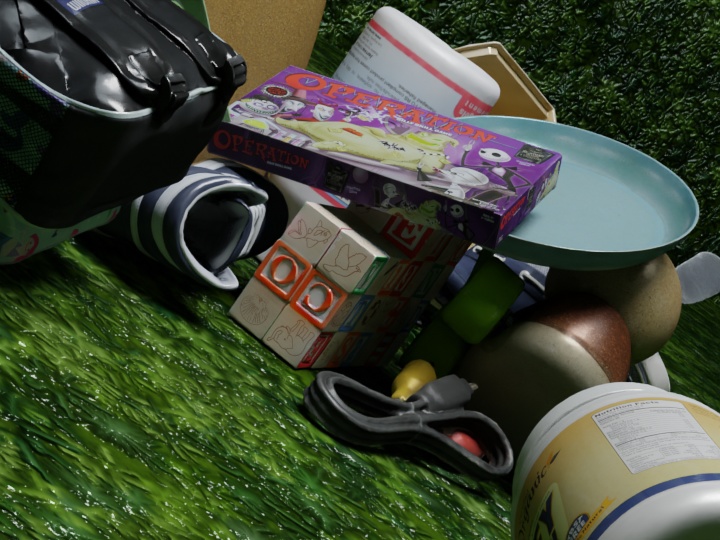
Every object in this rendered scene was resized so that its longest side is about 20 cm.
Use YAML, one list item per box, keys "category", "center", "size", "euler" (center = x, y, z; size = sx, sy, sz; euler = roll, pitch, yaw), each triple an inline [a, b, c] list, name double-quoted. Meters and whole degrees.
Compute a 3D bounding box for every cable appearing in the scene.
- category: "cable"
  center: [0.028, 0.099, 1.307]
  size: [0.097, 0.050, 0.199]
  euler: [56, 26, 14]

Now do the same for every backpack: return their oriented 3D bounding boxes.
- category: "backpack"
  center: [-0.182, -0.111, 1.117]
  size: [0.200, 0.151, 0.177]
  euler: [43, 26, 7]

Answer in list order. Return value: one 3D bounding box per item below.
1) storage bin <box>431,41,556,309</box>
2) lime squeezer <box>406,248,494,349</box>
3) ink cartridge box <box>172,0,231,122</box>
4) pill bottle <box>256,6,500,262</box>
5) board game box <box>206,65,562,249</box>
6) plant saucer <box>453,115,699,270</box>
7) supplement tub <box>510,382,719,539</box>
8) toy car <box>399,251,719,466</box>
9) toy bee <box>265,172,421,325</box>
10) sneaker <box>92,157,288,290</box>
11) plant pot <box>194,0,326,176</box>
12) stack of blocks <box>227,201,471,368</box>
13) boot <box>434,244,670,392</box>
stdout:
- category: "storage bin"
  center: [0.108, -0.062, 1.802]
  size: [0.198, 0.093, 0.202]
  euler: [36, 45, -66]
- category: "lime squeezer"
  center: [0.064, 0.035, 1.534]
  size: [0.037, 0.071, 0.200]
  euler: [28, -30, -5]
- category: "ink cartridge box"
  center: [-0.154, -0.157, 1.381]
  size: [0.199, 0.105, 0.059]
  euler: [6, 28, 35]
- category: "pill bottle"
  center: [0.004, -0.080, 1.562]
  size: [0.108, 0.201, 0.109]
  euler: [34, 9, -6]
- category: "board game box"
  center: [0.017, -0.075, 1.371]
  size: [0.198, 0.033, 0.120]
  euler: [19, 24, 17]
- category: "plant saucer"
  center: [0.122, -0.048, 1.416]
  size: [0.198, 0.028, 0.201]
  euler: [9, 26, -4]
- category: "supplement tub"
  center: [0.157, 0.147, 1.122]
  size: [0.144, 0.145, 0.200]
  euler: [33, 9, -15]
- category: "toy car"
  center: [0.157, 0.031, 1.449]
  size: [0.164, 0.200, 0.158]
  euler: [41, -30, 1]
- category: "toy bee"
  center: [-0.013, -0.062, 1.716]
  size: [0.199, 0.109, 0.131]
  euler: [30, 9, -28]
- category: "sneaker"
  center: [-0.082, -0.028, 1.309]
  size: [0.108, 0.071, 0.199]
  euler: [20, 5, 34]
- category: "plant pot"
  center: [-0.113, -0.158, 1.537]
  size: [0.186, 0.201, 0.186]
  euler: [33, 8, -6]
- category: "stack of blocks"
  center: [0.000, 0.000, 1.404]
  size: [0.058, 0.116, 0.200]
  euler: [37, 9, 15]
- category: "boot"
  center: [0.133, 0.046, 1.554]
  size: [0.200, 0.090, 0.073]
  euler: [47, -23, 44]
